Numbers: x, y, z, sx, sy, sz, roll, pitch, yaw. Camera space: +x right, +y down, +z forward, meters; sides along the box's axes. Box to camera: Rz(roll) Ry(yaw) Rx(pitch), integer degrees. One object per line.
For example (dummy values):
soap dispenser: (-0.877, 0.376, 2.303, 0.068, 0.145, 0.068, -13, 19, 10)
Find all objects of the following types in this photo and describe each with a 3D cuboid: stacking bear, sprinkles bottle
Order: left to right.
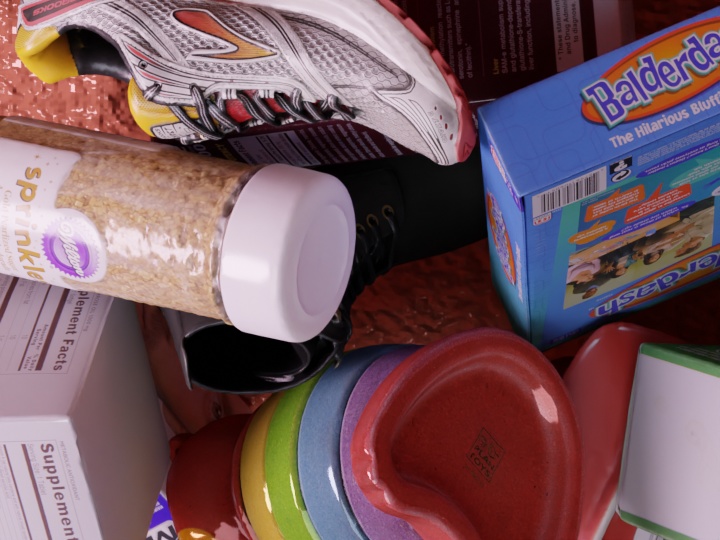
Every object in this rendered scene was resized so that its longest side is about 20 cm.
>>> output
sprinkles bottle: (-0.103, -0.023, 1.071, 0.199, 0.068, 0.068, 12, 130, 25)
stacking bear: (-0.009, 0.093, 1.147, 0.200, 0.114, 0.122, -14, 125, 47)

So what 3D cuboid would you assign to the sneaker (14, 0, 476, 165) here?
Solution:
sneaker: (-0.045, -0.078, 1.032, 0.199, 0.082, 0.078, 21, 163, 21)

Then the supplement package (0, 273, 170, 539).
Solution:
supplement package: (-0.195, 0.074, 1.129, 0.199, 0.110, 0.114, -2, 126, 11)

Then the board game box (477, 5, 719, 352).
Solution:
board game box: (0.127, -0.040, 1.085, 0.152, 0.045, 0.200, -23, 160, -4)

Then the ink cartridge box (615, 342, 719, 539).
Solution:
ink cartridge box: (0.234, 0.084, 1.126, 0.199, 0.146, 0.083, 3, 97, -31)

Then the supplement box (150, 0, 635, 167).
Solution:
supplement box: (0.013, -0.106, 1.101, 0.199, 0.109, 0.061, -6, 164, 12)

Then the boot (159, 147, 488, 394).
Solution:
boot: (0.000, 0.000, 1.141, 0.199, 0.138, 0.078, -12, 124, -10)

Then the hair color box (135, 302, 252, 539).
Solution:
hair color box: (-0.139, 0.045, 1.237, 0.065, 0.109, 0.200, -26, 119, 24)

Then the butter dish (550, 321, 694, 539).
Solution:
butter dish: (0.118, 0.122, 1.243, 0.200, 0.148, 0.200, 22, 96, -30)
